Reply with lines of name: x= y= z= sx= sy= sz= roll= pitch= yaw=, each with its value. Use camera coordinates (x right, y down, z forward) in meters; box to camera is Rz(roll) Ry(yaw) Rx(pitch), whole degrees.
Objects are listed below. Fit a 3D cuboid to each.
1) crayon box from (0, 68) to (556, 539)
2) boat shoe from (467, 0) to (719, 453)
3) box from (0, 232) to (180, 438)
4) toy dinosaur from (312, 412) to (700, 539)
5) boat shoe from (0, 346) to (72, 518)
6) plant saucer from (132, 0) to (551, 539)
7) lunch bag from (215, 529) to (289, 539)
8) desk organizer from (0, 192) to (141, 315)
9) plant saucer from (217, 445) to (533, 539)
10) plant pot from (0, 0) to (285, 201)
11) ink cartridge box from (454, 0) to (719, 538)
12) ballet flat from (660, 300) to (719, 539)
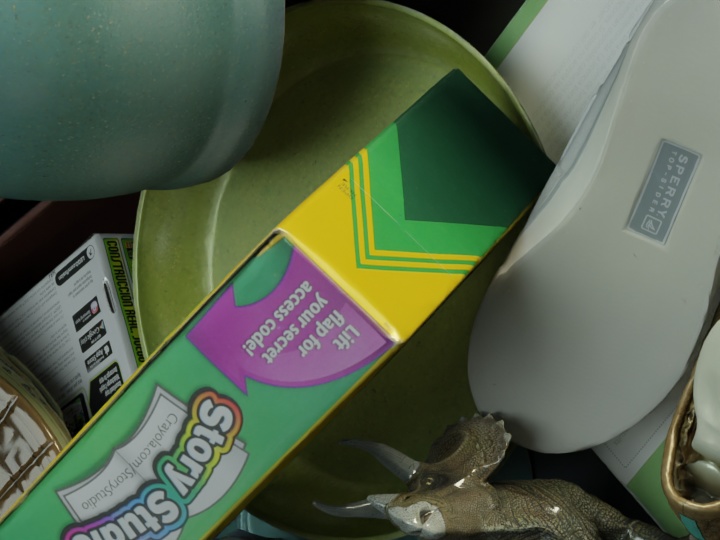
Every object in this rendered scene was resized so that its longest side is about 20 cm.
crayon box: x=-0.038 y=0.038 z=0.991 sx=0.058 sy=0.173 sz=0.200 roll=45 pitch=118 yaw=2
boat shoe: x=0.092 y=-0.028 z=0.973 sx=0.072 sy=0.069 sz=0.200 roll=21 pitch=125 yaw=7
box: x=-0.134 y=0.077 z=1.216 sx=0.200 sy=0.035 sz=0.110 roll=-36 pitch=63 yaw=44
toy dinosaur: x=0.064 y=0.111 z=1.032 sx=0.102 sy=0.200 sz=0.077 roll=26 pitch=68 yaw=27
boat shoe: x=-0.151 y=0.059 z=1.160 sx=0.073 sy=0.063 sz=0.200 roll=-42 pitch=72 yaw=15
plant saucer: x=0.000 y=0.000 z=1.093 sx=0.200 sy=0.031 sz=0.200 roll=0 pitch=90 yaw=38
lunch bag: x=-0.035 y=0.200 z=1.055 sx=0.127 sy=0.170 sz=0.200 roll=-41 pitch=87 yaw=29
desk organizer: x=-0.134 y=-0.037 z=1.223 sx=0.200 sy=0.077 sz=0.072 roll=-38 pitch=67 yaw=30
plant saucer: x=-0.023 y=0.098 z=1.161 sx=0.200 sy=0.036 sz=0.200 roll=-1 pitch=88 yaw=38
plant pot: x=-0.137 y=-0.110 z=1.051 sx=0.200 sy=0.134 sz=0.200 roll=30 pitch=129 yaw=45
ink cartridge box: x=0.113 y=-0.009 z=1.054 sx=0.200 sy=0.048 sz=0.146 roll=49 pitch=117 yaw=24
ballet flat: x=0.145 y=-0.003 z=0.954 sx=0.068 sy=0.072 sz=0.200 roll=28 pitch=100 yaw=26
